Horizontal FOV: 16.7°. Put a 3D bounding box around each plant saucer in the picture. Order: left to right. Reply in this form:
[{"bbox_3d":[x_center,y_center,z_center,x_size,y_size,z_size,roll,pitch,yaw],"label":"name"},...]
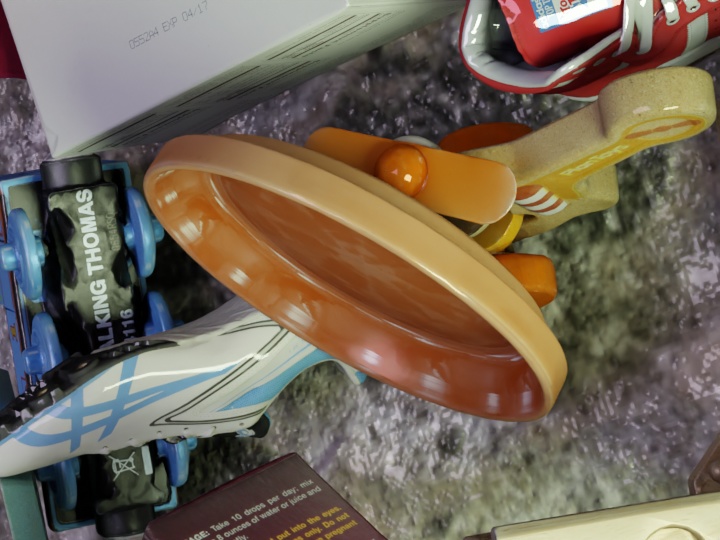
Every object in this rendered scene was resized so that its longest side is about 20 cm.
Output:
[{"bbox_3d":[-0.175,0.105,1.252,0.200,0.019,0.070,-126,23,-72],"label":"plant saucer"},{"bbox_3d":[0.000,0.000,1.047,0.200,0.200,0.032,18,70,37],"label":"plant saucer"}]

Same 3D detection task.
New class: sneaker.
[{"bbox_3d":[-0.087,0.059,1.160,0.072,0.199,0.073,-161,50,-77],"label":"sneaker"},{"bbox_3d":[0.128,-0.128,1.005,0.200,0.112,0.072,-34,72,35],"label":"sneaker"}]

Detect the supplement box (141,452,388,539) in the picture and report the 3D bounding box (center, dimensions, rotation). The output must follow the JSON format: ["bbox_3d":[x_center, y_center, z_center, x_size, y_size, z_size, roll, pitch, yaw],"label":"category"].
[{"bbox_3d":[-0.002,0.183,0.970,0.200,0.085,0.111,41,136,29],"label":"supplement box"}]

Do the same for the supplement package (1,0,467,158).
[{"bbox_3d":[-0.069,-0.163,1.159,0.199,0.111,0.157,-22,84,38],"label":"supplement package"}]

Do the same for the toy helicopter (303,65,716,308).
[{"bbox_3d":[0.065,-0.046,1.026,0.200,0.132,0.079,-26,64,50],"label":"toy helicopter"}]

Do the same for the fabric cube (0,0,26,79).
[{"bbox_3d":[-0.262,-0.199,1.265,0.199,0.199,0.198,8,99,39],"label":"fabric cube"}]

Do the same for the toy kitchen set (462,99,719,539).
[{"bbox_3d":[0.130,0.029,0.931,0.163,0.179,0.201,150,111,-81],"label":"toy kitchen set"}]

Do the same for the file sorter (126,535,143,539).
[{"bbox_3d":[-0.025,0.215,1.142,0.199,0.138,0.125,24,105,36],"label":"file sorter"}]

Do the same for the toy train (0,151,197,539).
[{"bbox_3d":[-0.138,0.036,1.243,0.114,0.086,0.201,-168,68,-72],"label":"toy train"}]
